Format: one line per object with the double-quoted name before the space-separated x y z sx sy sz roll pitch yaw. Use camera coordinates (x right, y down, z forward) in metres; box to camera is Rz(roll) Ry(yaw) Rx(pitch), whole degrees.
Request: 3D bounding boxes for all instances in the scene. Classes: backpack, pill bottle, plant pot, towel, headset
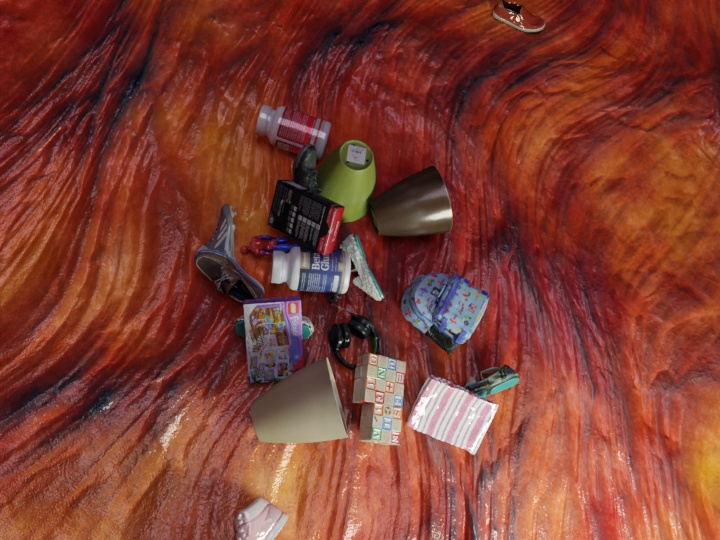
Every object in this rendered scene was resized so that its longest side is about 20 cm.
"backpack" 0.216 0.089 1.502 0.199 0.135 0.183 36 65 5
"pill bottle" -0.189 -0.392 1.597 0.197 0.112 0.114 18 66 -7
"pill bottle" -0.130 -0.002 1.463 0.196 0.111 0.113 4 68 -12
"plant pot" 0.129 -0.170 1.570 0.197 0.187 0.190 -16 73 -4
"plant pot" -0.033 -0.260 1.536 0.184 0.200 0.190 4 68 -11
"towel" 0.230 0.363 1.419 0.197 0.030 0.148 24 98 -4
"plant pot" -0.147 0.321 1.313 0.197 0.188 0.190 -16 73 -4
"headset" -0.032 0.155 1.462 0.122 0.094 0.203 -24 92 -25

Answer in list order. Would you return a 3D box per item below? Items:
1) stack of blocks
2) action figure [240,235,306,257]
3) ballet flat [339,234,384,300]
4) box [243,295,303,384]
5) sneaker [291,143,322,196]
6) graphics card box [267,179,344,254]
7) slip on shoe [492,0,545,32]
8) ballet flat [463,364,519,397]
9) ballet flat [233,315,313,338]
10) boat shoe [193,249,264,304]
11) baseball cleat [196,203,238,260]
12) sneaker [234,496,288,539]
"stack of blocks" 0.043 0.316 1.391 0.114 0.058 0.203 18 66 -29
"action figure" -0.218 -0.066 1.501 0.196 0.052 0.066 -6 65 -10
"ballet flat" 0.000 0.000 1.529 0.071 0.072 0.202 -18 73 -19
"box" -0.207 0.166 1.359 0.134 0.039 0.204 -3 105 -11
"sneaker" -0.130 -0.226 1.500 0.113 0.202 0.076 28 23 27
"graphics card box" -0.141 -0.139 1.447 0.198 0.127 0.051 26 22 25
"slip on shoe" 0.565 -0.900 2.002 0.197 0.061 0.075 18 65 -8
"ballet flat" 0.319 0.302 1.489 0.197 0.074 0.075 -18 74 -18
"ballet flat" -0.216 0.135 1.416 0.196 0.072 0.073 6 68 -13
"boat shoe" -0.321 0.021 1.393 0.199 0.073 0.073 33 108 -18
"baseball cleat" -0.369 -0.079 1.458 0.105 0.070 0.203 -2 69 -15
"sneaker" -0.254 0.586 1.228 0.104 0.075 0.201 41 58 -1
